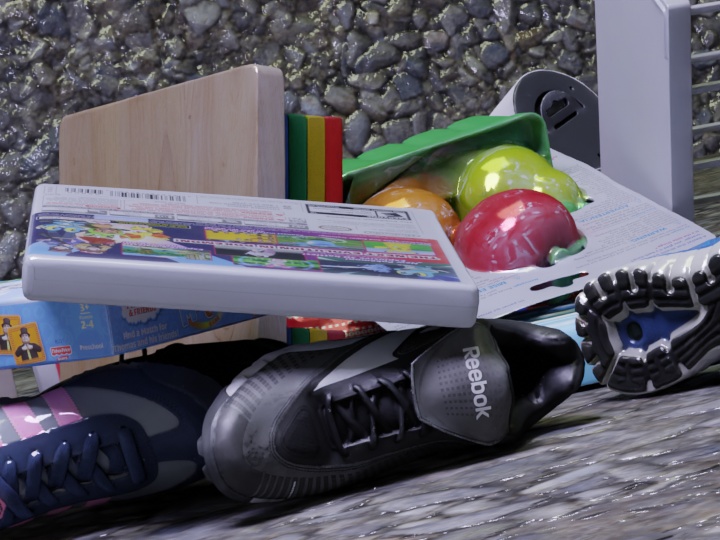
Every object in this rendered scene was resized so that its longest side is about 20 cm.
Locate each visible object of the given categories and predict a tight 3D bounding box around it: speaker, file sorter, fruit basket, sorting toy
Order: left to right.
[{"bbox_3d":[-0.084,0.005,1.534,0.069,0.201,0.198,4,-8,-36],"label":"sorting toy"},{"bbox_3d":[0.066,-0.012,1.539,0.185,0.094,0.200,-19,30,-20],"label":"fruit basket"},{"bbox_3d":[0.085,-0.042,1.844,0.081,0.081,0.200,-16,-25,-41],"label":"speaker"},{"bbox_3d":[0.208,-0.093,1.583,0.124,0.201,0.139,-11,30,-9],"label":"file sorter"}]

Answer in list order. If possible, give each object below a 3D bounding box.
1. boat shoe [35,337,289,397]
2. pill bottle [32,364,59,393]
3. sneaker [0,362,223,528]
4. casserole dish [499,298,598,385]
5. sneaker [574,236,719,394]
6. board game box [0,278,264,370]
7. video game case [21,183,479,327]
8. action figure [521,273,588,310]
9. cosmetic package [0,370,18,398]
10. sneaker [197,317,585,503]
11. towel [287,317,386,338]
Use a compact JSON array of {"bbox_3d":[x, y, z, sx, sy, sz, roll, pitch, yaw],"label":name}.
[{"bbox_3d":[-0.095,0.069,1.406,0.199,0.075,0.062,-7,-24,30],"label":"boat shoe"},{"bbox_3d":[-0.092,0.035,1.722,0.199,0.111,0.111,-13,3,11],"label":"pill bottle"},{"bbox_3d":[-0.154,0.097,1.333,0.199,0.070,0.082,-10,27,20],"label":"sneaker"},{"bbox_3d":[0.095,0.041,1.487,0.199,0.039,0.121,-14,2,17],"label":"casserole dish"},{"bbox_3d":[0.197,0.005,1.322,0.200,0.079,0.089,-11,6,42],"label":"sneaker"},{"bbox_3d":[-0.156,0.023,1.389,0.199,0.037,0.151,-6,4,32],"label":"board game box"},{"bbox_3d":[-0.054,-0.008,1.315,0.199,0.023,0.182,4,11,-6],"label":"video game case"},{"bbox_3d":[0.123,0.015,1.722,0.065,0.052,0.200,-19,-2,-17],"label":"action figure"},{"bbox_3d":[-0.268,0.036,1.639,0.087,0.201,0.103,-11,5,26],"label":"cosmetic package"},{"bbox_3d":[0.021,0.055,1.264,0.200,0.067,0.090,-13,0,-39],"label":"sneaker"},{"bbox_3d":[0.000,0.000,1.642,0.144,0.023,0.200,-7,41,-4],"label":"towel"}]
